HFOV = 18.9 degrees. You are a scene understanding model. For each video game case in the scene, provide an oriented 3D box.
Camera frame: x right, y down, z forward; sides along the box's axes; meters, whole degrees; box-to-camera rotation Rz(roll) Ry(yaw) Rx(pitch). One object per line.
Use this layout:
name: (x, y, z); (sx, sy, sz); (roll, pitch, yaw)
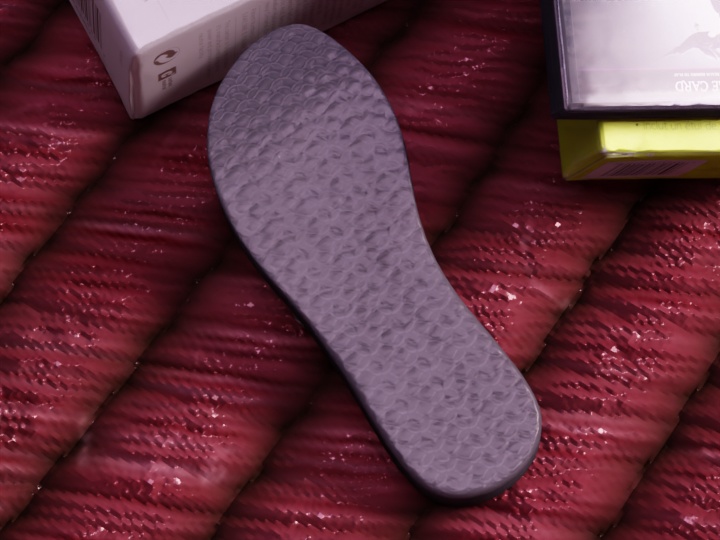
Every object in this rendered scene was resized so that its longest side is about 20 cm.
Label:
video game case: (0.129, -0.157, 0.806); (0.142, 0.019, 0.202); (-2, 81, -18)

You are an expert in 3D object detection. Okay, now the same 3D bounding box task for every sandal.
sandal: (0.000, 0.001, 0.826); (0.076, 0.043, 0.201); (-25, 75, -4)

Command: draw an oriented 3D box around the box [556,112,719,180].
box: (0.129, -0.138, 0.837); (0.121, 0.048, 0.202); (-1, 80, -19)

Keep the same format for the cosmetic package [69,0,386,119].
cosmetic package: (-0.026, -0.154, 0.875); (0.199, 0.074, 0.102); (-25, 76, -13)
